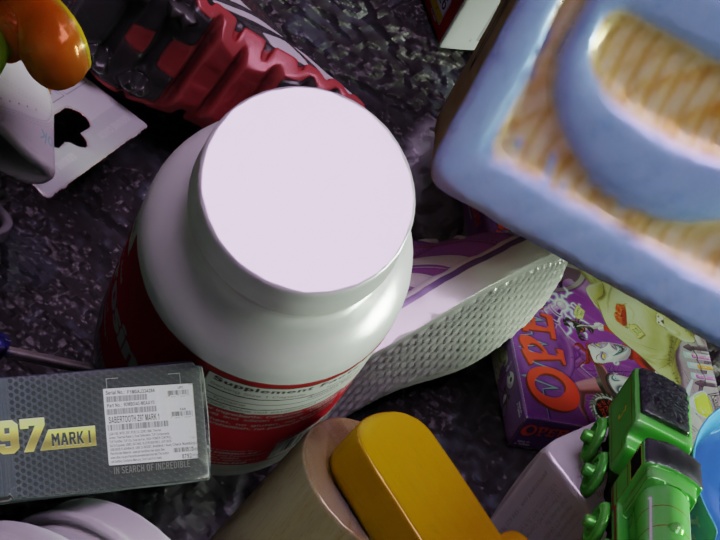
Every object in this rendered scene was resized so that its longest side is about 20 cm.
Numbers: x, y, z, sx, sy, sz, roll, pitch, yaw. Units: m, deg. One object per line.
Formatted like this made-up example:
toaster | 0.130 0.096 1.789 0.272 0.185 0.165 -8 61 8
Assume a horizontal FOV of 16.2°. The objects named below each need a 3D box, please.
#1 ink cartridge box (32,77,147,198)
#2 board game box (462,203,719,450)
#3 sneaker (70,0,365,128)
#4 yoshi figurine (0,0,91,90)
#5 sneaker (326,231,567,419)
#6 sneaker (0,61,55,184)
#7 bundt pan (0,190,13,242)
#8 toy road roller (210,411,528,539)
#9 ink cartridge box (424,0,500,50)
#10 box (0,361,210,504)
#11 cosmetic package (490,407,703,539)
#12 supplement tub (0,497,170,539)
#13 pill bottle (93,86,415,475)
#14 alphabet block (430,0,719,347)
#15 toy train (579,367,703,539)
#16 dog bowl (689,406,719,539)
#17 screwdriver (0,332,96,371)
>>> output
ink cartridge box | -0.209 -0.094 1.161 0.200 0.050 0.162 38 18 0
board game box | 0.117 0.011 1.305 0.119 0.032 0.201 7 49 -19
sneaker | -0.056 -0.094 1.263 0.200 0.071 0.098 35 19 -17
yoshi figurine | -0.191 -0.064 0.932 0.199 0.112 0.113 -25 99 -19
sneaker | 0.000 0.000 1.204 0.200 0.073 0.114 -21 59 -31
sneaker | -0.212 -0.064 1.007 0.199 0.075 0.089 -4 58 -31
bundt pan | -0.248 -0.013 1.040 0.201 0.076 0.202 17 16 -5
toy road roller | 0.043 0.158 1.067 0.146 0.123 0.200 -11 59 -52
ink cartridge box | 0.086 -0.254 1.416 0.083 0.176 0.201 3 50 -28
box | -0.181 0.069 0.988 0.199 0.157 0.051 -2 85 -31
cosmetic package | 0.159 0.162 1.159 0.101 0.074 0.200 -20 62 -40
supplement tub | -0.150 0.178 0.914 0.144 0.145 0.200 47 45 16
pill bottle | -0.042 0.005 1.033 0.111 0.200 0.113 5 68 -12
alphabet block | 0.157 -0.093 1.207 0.195 0.197 0.200 30 9 -1
toy train | 0.119 0.106 1.059 0.042 0.057 0.200 27 25 -9
dog bowl | 0.203 0.151 1.107 0.111 0.050 0.201 -4 55 -32
screwdriver | -0.144 0.033 1.050 0.029 0.028 0.200 34 5 16
